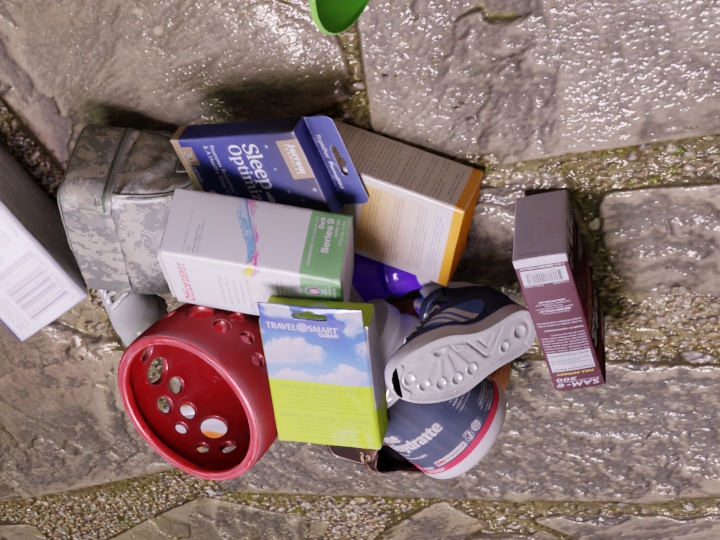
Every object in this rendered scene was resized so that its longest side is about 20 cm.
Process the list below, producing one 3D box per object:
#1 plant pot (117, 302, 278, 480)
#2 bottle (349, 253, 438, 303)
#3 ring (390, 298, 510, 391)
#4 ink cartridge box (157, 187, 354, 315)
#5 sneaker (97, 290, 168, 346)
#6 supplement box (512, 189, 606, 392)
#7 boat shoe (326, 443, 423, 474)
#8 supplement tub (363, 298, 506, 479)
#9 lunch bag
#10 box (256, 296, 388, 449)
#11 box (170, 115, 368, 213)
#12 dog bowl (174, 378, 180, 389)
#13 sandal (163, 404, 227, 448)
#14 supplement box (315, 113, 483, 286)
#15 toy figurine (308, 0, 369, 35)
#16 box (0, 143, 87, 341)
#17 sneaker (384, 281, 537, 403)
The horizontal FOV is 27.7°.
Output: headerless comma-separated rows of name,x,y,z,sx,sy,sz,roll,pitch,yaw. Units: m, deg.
plant pot,-0.158,0.119,1.732,0.200,0.182,0.201,15,124,23
bottle,0.000,0.000,1.726,0.199,0.065,0.084,-4,137,31
ring,0.086,0.113,1.800,0.200,0.019,0.201,4,124,6
ink cartridge box,-0.110,-0.012,1.603,0.199,0.088,0.145,8,158,4
sneaker,-0.300,0.024,1.823,0.076,0.200,0.081,-40,126,1
supplement box,0.220,0.024,1.597,0.061,0.109,0.200,-9,131,16
boat shoe,0.034,0.238,1.960,0.199,0.070,0.070,-7,133,35
supplement tub,0.061,0.140,1.717,0.200,0.141,0.140,39,139,-23
lunch bag,-0.249,-0.066,1.731,0.167,0.140,0.200,7,140,9
box,-0.040,0.105,1.590,0.121,0.048,0.200,4,128,14
box,-0.099,-0.107,1.583,0.199,0.032,0.121,-2,130,31
dog bowl,-0.146,0.128,1.930,0.199,0.079,0.200,15,138,13
sandal,-0.184,0.183,1.911,0.206,0.059,0.079,-14,146,12
supplement box,0.025,-0.078,1.622,0.199,0.074,0.126,20,139,9
toy figurine,-0.080,-0.344,1.374,0.184,0.150,0.201,22,119,20
box,-0.436,-0.043,1.796,0.105,0.200,0.184,-35,117,5
sneaker,0.082,0.074,1.618,0.146,0.200,0.081,24,131,55
